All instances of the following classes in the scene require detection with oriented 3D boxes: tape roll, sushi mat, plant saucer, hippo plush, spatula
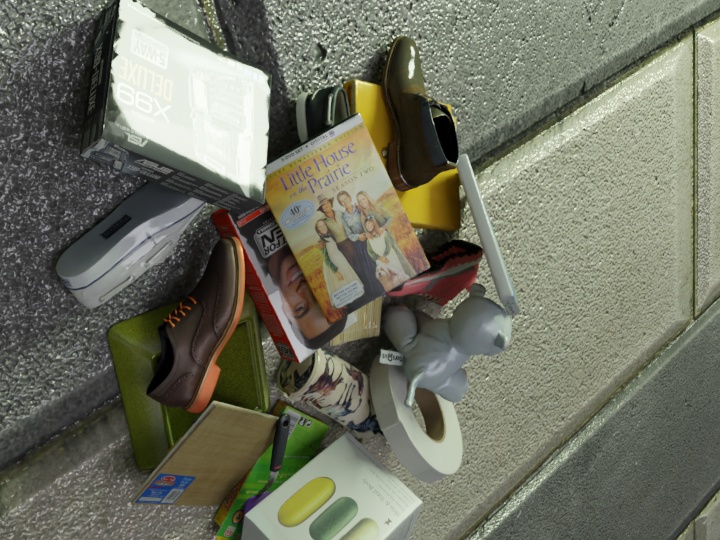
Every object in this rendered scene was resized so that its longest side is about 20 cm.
[{"bbox_3d":[0.084,0.207,1.144,0.037,0.207,0.202,-28,138,24],"label":"tape roll"},{"bbox_3d":[0.000,0.000,1.054,0.094,0.012,0.205,-11,114,-38],"label":"sushi mat"},{"bbox_3d":[-0.194,0.134,0.962,0.197,0.047,0.205,-22,119,-33],"label":"plant saucer"},{"bbox_3d":[0.125,0.082,1.106,0.160,0.161,0.199,-41,155,18],"label":"hippo plush"},{"bbox_3d":[-0.121,0.277,1.049,0.056,0.020,0.204,-5,122,-39],"label":"spatula"}]

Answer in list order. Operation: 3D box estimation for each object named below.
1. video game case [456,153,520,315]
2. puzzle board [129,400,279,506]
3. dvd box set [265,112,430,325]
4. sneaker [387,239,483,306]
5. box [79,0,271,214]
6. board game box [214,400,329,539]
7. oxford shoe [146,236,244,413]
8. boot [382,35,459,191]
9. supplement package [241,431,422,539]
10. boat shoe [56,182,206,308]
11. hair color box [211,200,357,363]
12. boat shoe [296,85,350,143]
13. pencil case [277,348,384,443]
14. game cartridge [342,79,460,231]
[{"bbox_3d":[0.182,-0.044,1.104,0.182,0.022,0.205,34,39,-73],"label":"video game case"},{"bbox_3d":[-0.181,0.230,0.967,0.151,0.017,0.200,-48,154,1],"label":"puzzle board"},{"bbox_3d":[-0.020,-0.059,0.915,0.144,0.029,0.204,-27,105,-4],"label":"dvd box set"},{"bbox_3d":[0.111,0.020,1.166,0.197,0.073,0.089,-17,118,-36],"label":"sneaker"},{"bbox_3d":[-0.185,-0.166,0.813,0.198,0.049,0.162,20,63,-43],"label":"box"},{"bbox_3d":[-0.126,0.290,1.092,0.095,0.030,0.203,34,80,-42],"label":"board game box"},{"bbox_3d":[-0.183,0.056,0.873,0.071,0.071,0.205,18,86,-32],"label":"oxford shoe"},{"bbox_3d":[0.084,-0.210,0.994,0.073,0.096,0.206,2,84,-41],"label":"boot"},{"bbox_3d":[-0.044,0.364,1.057,0.198,0.151,0.153,-31,147,-40],"label":"supplement package"},{"bbox_3d":[-0.237,-0.038,0.856,0.198,0.073,0.066,-37,138,-17],"label":"boat shoe"},{"bbox_3d":[-0.091,-0.002,0.957,0.101,0.061,0.204,-33,109,-27],"label":"hair color box"},{"bbox_3d":[-0.032,-0.122,0.948,0.075,0.059,0.206,-19,98,-64],"label":"boat shoe"},{"bbox_3d":[-0.034,0.172,1.093,0.199,0.077,0.091,37,64,-42],"label":"pencil case"},{"bbox_3d":[0.059,-0.149,1.050,0.197,0.032,0.182,4,82,-43],"label":"game cartridge"}]
